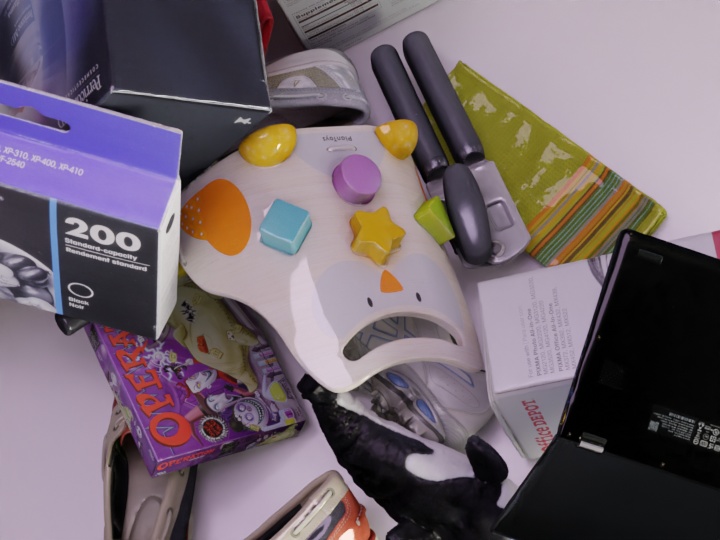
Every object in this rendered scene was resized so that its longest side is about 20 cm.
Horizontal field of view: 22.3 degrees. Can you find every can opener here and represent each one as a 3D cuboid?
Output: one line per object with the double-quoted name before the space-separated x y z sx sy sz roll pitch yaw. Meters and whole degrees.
"can opener" 0.063 -0.089 1.300 0.052 0.067 0.201 -21 61 -5

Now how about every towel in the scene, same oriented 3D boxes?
"towel" 0.118 -0.067 1.314 0.200 0.018 0.086 39 83 25

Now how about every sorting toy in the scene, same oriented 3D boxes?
"sorting toy" 0.000 0.000 1.212 0.199 0.107 0.181 -6 56 -32

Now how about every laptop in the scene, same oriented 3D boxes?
"laptop" 0.203 0.099 1.116 0.186 0.116 0.202 18 88 -6

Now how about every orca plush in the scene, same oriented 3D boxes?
"orca plush" 0.035 0.144 1.184 0.105 0.200 0.071 -24 30 46

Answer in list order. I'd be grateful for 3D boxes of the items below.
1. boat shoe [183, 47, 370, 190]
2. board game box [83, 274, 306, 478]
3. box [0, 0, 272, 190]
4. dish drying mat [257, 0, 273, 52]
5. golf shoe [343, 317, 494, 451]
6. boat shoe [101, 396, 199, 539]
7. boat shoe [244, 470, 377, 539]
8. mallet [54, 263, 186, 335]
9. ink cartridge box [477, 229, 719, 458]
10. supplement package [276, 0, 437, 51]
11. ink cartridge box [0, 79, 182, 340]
"boat shoe" -0.092 -0.101 1.343 0.200 0.075 0.065 -18 40 -3
"board game box" -0.132 0.043 1.302 0.119 0.032 0.201 -16 62 -26
"box" -0.165 -0.161 1.219 0.200 0.122 0.200 -34 60 52
"dish drying mat" -0.106 -0.224 1.350 0.018 0.077 0.201 -5 50 -23
"golf shoe" 0.018 0.047 1.282 0.097 0.079 0.200 -32 65 -22
"boat shoe" -0.151 0.130 1.290 0.071 0.063 0.202 -6 67 15
"boat shoe" -0.084 0.207 1.223 0.199 0.071 0.063 -30 105 0
"mallet" -0.133 -0.011 1.303 0.199 0.041 0.066 -20 65 -27
"ink cartridge box" 0.184 0.048 1.181 0.198 0.145 0.084 -12 66 10
"supplement package" -0.034 -0.300 1.344 0.146 0.200 0.192 -27 65 4
"ink cartridge box" -0.214 -0.043 1.173 0.197 0.201 0.044 16 56 3
